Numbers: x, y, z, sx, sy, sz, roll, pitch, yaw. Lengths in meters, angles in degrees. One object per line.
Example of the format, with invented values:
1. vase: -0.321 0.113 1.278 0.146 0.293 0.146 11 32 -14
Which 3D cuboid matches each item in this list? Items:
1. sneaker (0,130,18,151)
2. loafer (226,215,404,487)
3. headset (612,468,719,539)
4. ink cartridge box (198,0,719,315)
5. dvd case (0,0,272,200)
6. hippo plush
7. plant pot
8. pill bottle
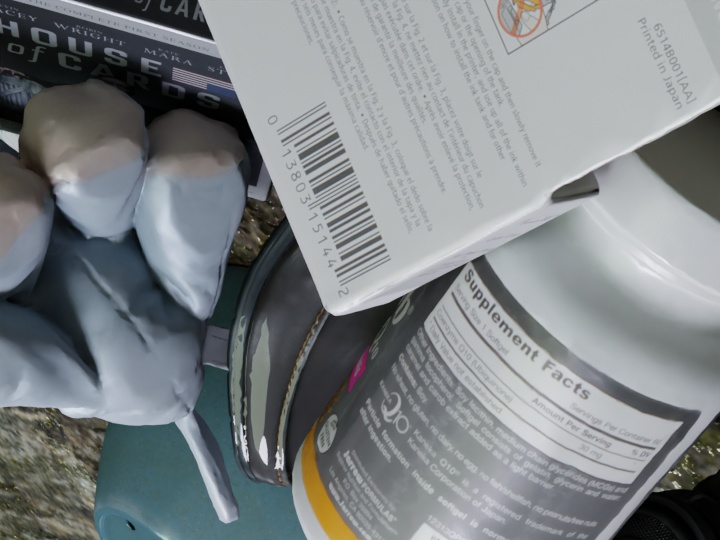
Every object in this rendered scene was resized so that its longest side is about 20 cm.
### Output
1. sneaker: -0.172 -0.099 0.918 0.080 0.070 0.202 26 144 48
2. loafer: 0.000 0.000 0.730 0.072 0.073 0.202 21 104 23
3. headset: 0.137 0.102 0.731 0.094 0.123 0.201 51 141 32
4. ink cartridge box: 0.026 -0.112 0.574 0.175 0.045 0.202 -27 81 31
5. dvd case: -0.101 -0.083 0.772 0.149 0.025 0.200 15 167 -4
6. hippo plush: -0.128 -0.016 0.799 0.199 0.160 0.161 25 -172 -37
7. plant pot: -0.066 0.118 0.979 0.199 0.135 0.201 33 148 24
8. pill bottle: 0.068 0.034 0.653 0.116 0.116 0.201 40 118 10
